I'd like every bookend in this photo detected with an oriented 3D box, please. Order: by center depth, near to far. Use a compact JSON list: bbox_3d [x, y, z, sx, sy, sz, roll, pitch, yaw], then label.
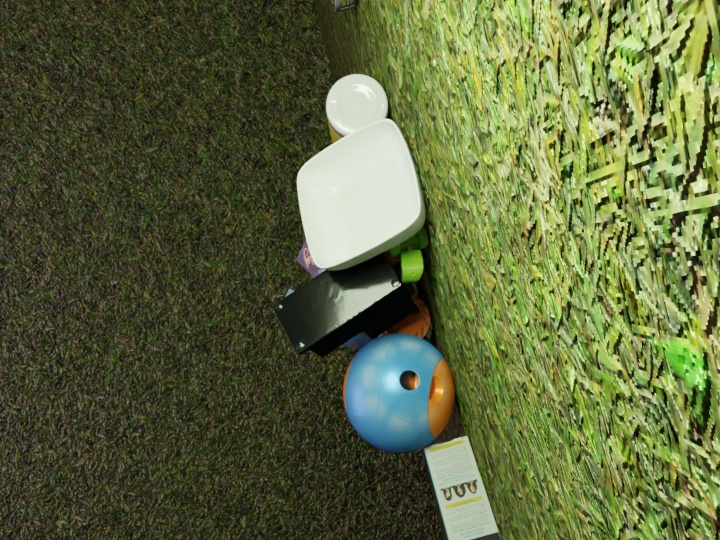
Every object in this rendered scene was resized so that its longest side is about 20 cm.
[{"bbox_3d":[-0.016,0.064,1.242,0.093,0.197,0.200,58,-176,20],"label":"bookend"}]

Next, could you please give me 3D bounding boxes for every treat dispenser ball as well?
[{"bbox_3d":[0.066,0.212,1.288,0.201,0.197,0.205,166,90,-89],"label":"treat dispenser ball"}]

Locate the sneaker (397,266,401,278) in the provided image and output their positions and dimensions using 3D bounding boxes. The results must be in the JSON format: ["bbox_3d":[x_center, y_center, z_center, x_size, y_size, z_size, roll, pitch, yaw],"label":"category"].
[{"bbox_3d":[0.066,-0.048,1.634,0.085,0.073,0.203,79,-173,-56],"label":"sneaker"}]

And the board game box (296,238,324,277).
[{"bbox_3d":[-0.024,-0.055,1.310,0.135,0.034,0.202,42,124,19],"label":"board game box"}]

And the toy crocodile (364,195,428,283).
[{"bbox_3d":[0.052,-0.073,1.190,0.062,0.066,0.202,104,144,-56],"label":"toy crocodile"}]

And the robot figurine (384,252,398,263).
[{"bbox_3d":[0.032,-0.114,1.346,0.144,0.114,0.204,-32,-72,-73],"label":"robot figurine"}]

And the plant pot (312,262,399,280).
[{"bbox_3d":[0.000,0.000,1.492,0.203,0.132,0.201,-60,-7,-12],"label":"plant pot"}]

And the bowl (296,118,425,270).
[{"bbox_3d":[0.008,-0.107,1.128,0.074,0.197,0.203,28,-139,-54],"label":"bowl"}]

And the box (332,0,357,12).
[{"bbox_3d":[-0.049,-0.588,1.312,0.158,0.047,0.204,-114,11,-89],"label":"box"}]

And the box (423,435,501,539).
[{"bbox_3d":[0.168,0.379,1.215,0.050,0.081,0.202,74,-179,-46],"label":"box"}]

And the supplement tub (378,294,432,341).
[{"bbox_3d":[0.074,0.121,1.462,0.200,0.120,0.125,111,146,-70],"label":"supplement tub"}]

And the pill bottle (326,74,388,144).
[{"bbox_3d":[-0.005,-0.270,1.350,0.200,0.109,0.114,87,169,-83],"label":"pill bottle"}]

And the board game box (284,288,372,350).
[{"bbox_3d":[-0.066,0.098,1.461,0.037,0.149,0.200,-66,18,3],"label":"board game box"}]

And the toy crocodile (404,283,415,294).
[{"bbox_3d":[0.097,0.083,1.619,0.061,0.068,0.201,35,162,22],"label":"toy crocodile"}]
